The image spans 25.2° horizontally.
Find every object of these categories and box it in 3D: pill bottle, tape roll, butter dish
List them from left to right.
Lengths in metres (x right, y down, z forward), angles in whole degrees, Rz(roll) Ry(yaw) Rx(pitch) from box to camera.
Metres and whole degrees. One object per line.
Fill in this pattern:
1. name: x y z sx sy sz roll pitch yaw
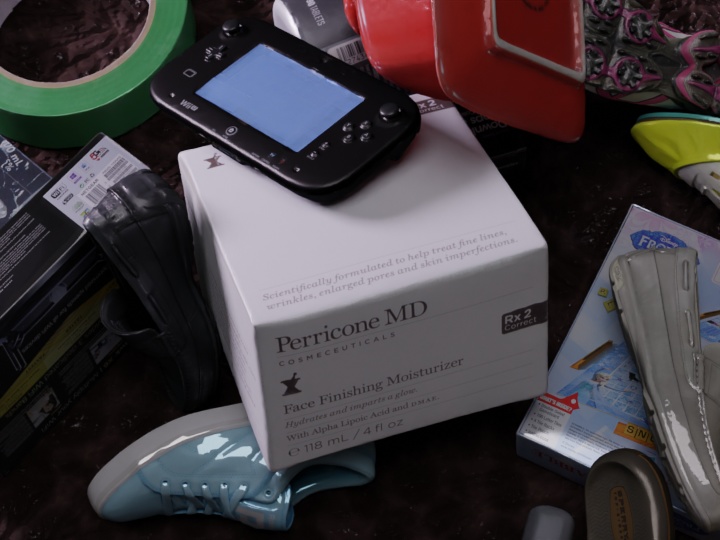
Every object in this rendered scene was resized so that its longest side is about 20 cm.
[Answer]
1. tape roll: -0.232 -0.194 1.287 0.197 0.048 0.203 -2 62 3
2. pill bottle: 0.043 -0.184 1.188 0.198 0.107 0.107 -22 62 -8
3. butter dish: 0.055 -0.187 1.068 0.146 0.199 0.202 -5 83 34

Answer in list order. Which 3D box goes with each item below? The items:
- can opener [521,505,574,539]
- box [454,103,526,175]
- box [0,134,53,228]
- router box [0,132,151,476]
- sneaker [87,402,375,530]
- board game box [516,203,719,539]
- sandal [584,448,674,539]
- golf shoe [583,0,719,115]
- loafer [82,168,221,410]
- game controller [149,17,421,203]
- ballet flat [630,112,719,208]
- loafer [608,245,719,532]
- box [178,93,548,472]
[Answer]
1. can opener: 0.084 0.244 1.025 0.066 0.054 0.202 13 62 10
2. box: 0.032 -0.147 1.249 0.141 0.036 0.202 -15 61 -3
3. box: -0.327 -0.013 1.156 0.199 0.124 0.197 36 68 21
4. router box: -0.212 0.026 1.105 0.052 0.158 0.200 35 69 22
5. sneaker: -0.082 0.140 1.082 0.198 0.074 0.083 -20 57 -6
6. board game box: 0.237 0.078 1.109 0.198 0.041 0.201 24 67 16
7. sandal: 0.170 0.210 1.006 0.081 0.054 0.203 -20 70 42
8. golf shoe: 0.197 -0.155 1.182 0.198 0.092 0.074 17 86 -17
9. loafer: -0.141 0.023 1.078 0.070 0.202 0.068 -31 48 -22
10. game controller: -0.053 -0.110 1.078 0.104 0.043 0.199 -33 45 -29
11. ballet flat: 0.294 -0.071 1.175 0.197 0.067 0.068 7 76 7
12. loafer: 0.216 0.070 1.051 0.069 0.070 0.202 -15 61 7
13. box: 0.000 0.000 1.074 0.196 0.132 0.201 -15 40 -11
